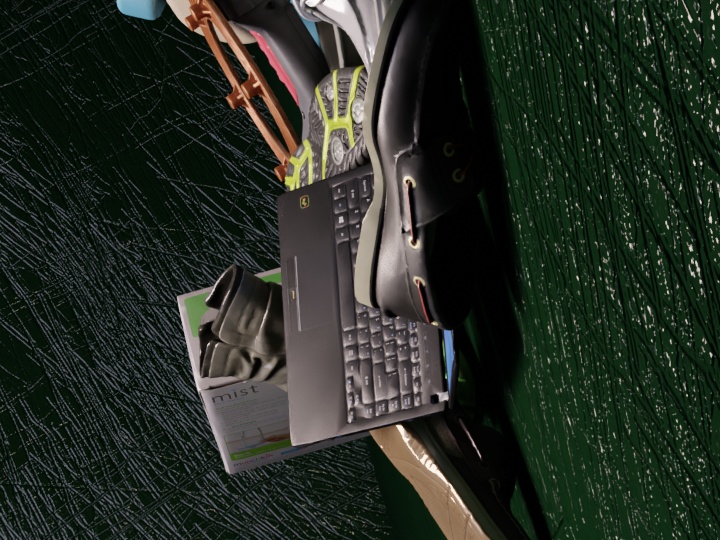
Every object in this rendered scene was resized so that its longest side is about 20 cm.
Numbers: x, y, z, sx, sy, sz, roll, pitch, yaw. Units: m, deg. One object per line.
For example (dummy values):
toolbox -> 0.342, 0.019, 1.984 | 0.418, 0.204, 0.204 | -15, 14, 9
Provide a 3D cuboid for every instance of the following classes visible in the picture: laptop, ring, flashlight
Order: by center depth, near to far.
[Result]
laptop -> 0.000, 0.000, 1.065 | 0.103, 0.199, 0.179 | 19, -118, -50
flashlight -> -0.052, -0.155, 1.353 | 0.201, 0.067, 0.068 | 56, -174, -13
ring -> -0.092, -0.142, 1.375 | 0.201, 0.019, 0.201 | 57, 173, 11

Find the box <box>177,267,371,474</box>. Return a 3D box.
box -> -0.038, 0.075, 1.444 | 0.177, 0.198, 0.097 | 80, 174, -60

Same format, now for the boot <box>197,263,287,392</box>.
boot -> -0.034, 0.021, 1.204 | 0.068, 0.130, 0.201 | -96, 28, -48

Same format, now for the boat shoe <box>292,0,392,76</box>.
boat shoe -> -0.016, -0.188, 1.072 | 0.072, 0.068, 0.201 | 82, 173, -62

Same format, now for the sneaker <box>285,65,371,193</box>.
sneaker -> 0.004, -0.089, 1.218 | 0.200, 0.076, 0.076 | 130, 130, -63

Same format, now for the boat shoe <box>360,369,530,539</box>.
boat shoe -> 0.068, 0.127, 1.103 | 0.200, 0.065, 0.072 | 51, 159, 31

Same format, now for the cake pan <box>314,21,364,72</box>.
cake pan -> -0.022, -0.229, 1.241 | 0.200, 0.036, 0.202 | 165, 90, -86

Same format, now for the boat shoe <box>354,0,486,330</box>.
boat shoe -> 0.038, -0.058, 0.893 | 0.074, 0.063, 0.203 | -46, -33, -46

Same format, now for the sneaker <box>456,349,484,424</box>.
sneaker -> 0.051, 0.087, 1.250 | 0.077, 0.083, 0.200 | -67, 18, -4

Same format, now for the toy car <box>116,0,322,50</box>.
toy car -> -0.099, -0.310, 1.453 | 0.177, 0.183, 0.202 | 87, -164, -72
